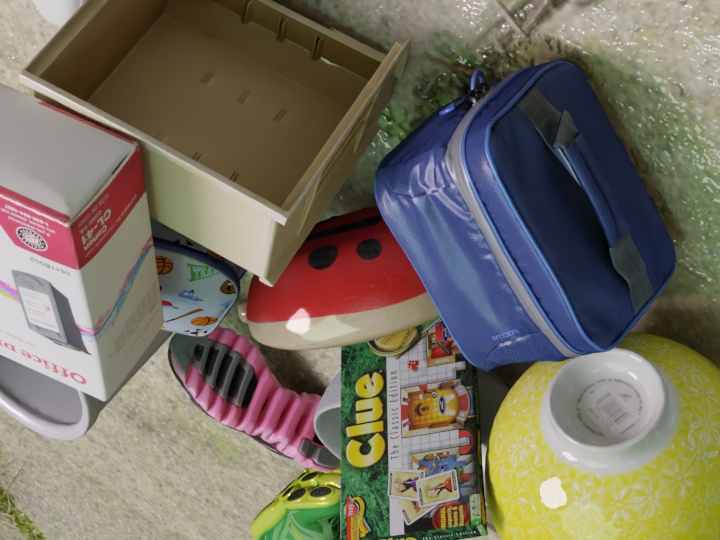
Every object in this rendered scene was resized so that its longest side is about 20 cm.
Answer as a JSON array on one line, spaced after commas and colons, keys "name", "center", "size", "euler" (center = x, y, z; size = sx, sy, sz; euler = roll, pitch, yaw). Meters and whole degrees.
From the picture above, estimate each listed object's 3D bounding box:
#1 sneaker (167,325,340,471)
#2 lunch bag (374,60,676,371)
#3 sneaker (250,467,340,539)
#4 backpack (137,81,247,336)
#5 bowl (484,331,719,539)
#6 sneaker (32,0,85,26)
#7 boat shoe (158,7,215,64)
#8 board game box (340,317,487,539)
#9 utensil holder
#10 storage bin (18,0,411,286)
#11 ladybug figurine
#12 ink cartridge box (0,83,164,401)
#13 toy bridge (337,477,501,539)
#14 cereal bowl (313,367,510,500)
[{"name": "sneaker", "center": [-0.102, 0.119, 1.361], "size": [0.200, 0.079, 0.095], "euler": [39, 160, -22]}, {"name": "lunch bag", "center": [0.115, -0.043, 0.998], "size": [0.132, 0.136, 0.201], "euler": [-14, 114, 46]}, {"name": "sneaker", "center": [-0.041, 0.238, 1.439], "size": [0.084, 0.074, 0.200], "euler": [45, 150, 1]}, {"name": "backpack", "center": [-0.152, -0.048, 1.148], "size": [0.199, 0.155, 0.191], "euler": [11, 143, -22]}, {"name": "bowl", "center": [0.174, 0.114, 1.021], "size": [0.199, 0.201, 0.108], "euler": [18, 153, 27]}, {"name": "sneaker", "center": [-0.272, -0.269, 1.162], "size": [0.072, 0.085, 0.201], "euler": [13, 134, 29]}, {"name": "boat shoe", "center": [-0.164, -0.144, 1.202], "size": [0.065, 0.072, 0.200], "euler": [62, 149, 8]}, {"name": "board game box", "center": [0.036, 0.106, 1.094], "size": [0.104, 0.201, 0.023], "euler": [-13, 143, 15]}, {"name": "utensil holder", "center": [-0.239, 0.018, 1.294], "size": [0.169, 0.200, 0.171], "euler": [25, 141, 22]}, {"name": "storage bin", "center": [-0.094, -0.124, 1.030], "size": [0.199, 0.199, 0.094], "euler": [28, 146, 8]}, {"name": "ladybug figurine", "center": [0.000, 0.000, 1.116], "size": [0.199, 0.136, 0.072], "euler": [-16, 112, 5]}, {"name": "ink cartridge box", "center": [-0.220, -0.020, 1.011], "size": [0.147, 0.086, 0.201], "euler": [22, 143, 16]}, {"name": "toy bridge", "center": [0.075, 0.199, 1.223], "size": [0.199, 0.027, 0.067], "euler": [27, 154, -7]}, {"name": "cereal bowl", "center": [0.066, 0.123, 1.211], "size": [0.199, 0.084, 0.200], "euler": [20, 155, 10]}]
